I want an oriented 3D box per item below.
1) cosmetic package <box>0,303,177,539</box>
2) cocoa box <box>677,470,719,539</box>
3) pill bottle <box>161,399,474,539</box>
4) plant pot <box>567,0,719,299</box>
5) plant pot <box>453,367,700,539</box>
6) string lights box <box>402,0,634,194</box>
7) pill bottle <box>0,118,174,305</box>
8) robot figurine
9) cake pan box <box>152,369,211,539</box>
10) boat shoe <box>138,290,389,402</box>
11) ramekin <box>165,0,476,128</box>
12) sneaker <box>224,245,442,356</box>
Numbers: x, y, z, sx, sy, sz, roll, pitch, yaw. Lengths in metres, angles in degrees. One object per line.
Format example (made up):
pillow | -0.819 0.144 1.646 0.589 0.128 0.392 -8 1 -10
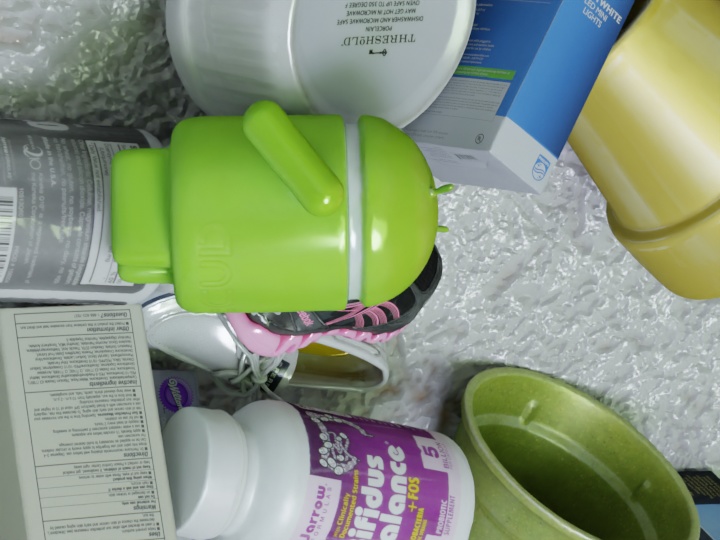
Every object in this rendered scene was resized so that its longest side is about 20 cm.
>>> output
cosmetic package | -0.181 0.126 1.379 0.105 0.071 0.200 0 72 -29
cocoa box | 0.258 0.260 1.692 0.131 0.200 0.134 1 115 -28
pill bottle | -0.033 0.146 1.438 0.200 0.112 0.112 13 110 -31
plant pot | 0.221 -0.113 1.484 0.189 0.201 0.201 41 94 -22
plant pot | 0.118 0.206 1.615 0.200 0.201 0.184 14 120 -32
string lights box | 0.108 -0.153 1.409 0.059 0.103 0.200 36 75 -37
pill bottle | -0.183 -0.036 1.360 0.200 0.114 0.114 3 115 -28
robot figurine | -0.045 -0.033 1.284 0.200 0.175 0.116 -1 75 -1
cake pan box | -0.189 0.157 1.436 0.184 0.052 0.200 4 70 -29
boat shoe | -0.067 0.058 1.478 0.202 0.086 0.075 11 135 -34
ramekin | -0.015 -0.169 1.350 0.202 0.094 0.203 -20 121 -38
sneaker | 0.000 0.000 1.452 0.200 0.079 0.095 -16 160 -50
